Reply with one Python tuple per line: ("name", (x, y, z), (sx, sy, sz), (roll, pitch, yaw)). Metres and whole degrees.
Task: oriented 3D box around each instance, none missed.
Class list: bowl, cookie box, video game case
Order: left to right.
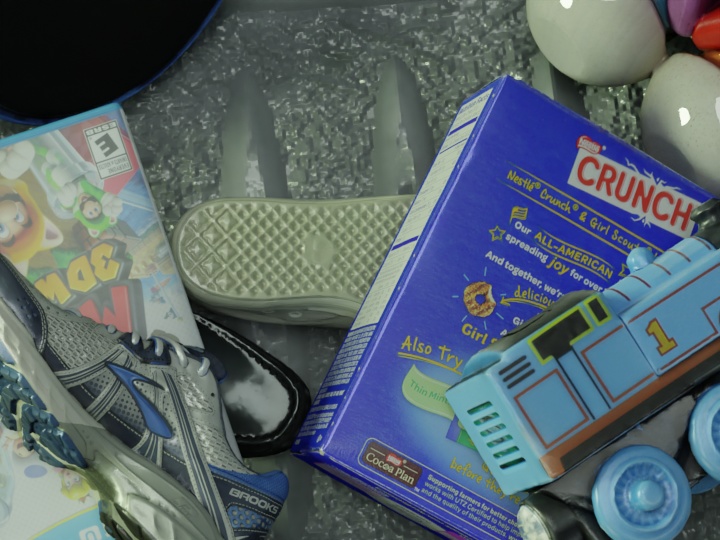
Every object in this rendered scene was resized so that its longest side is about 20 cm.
("video game case", (-0.148, 0.038, 1.123), (0.142, 0.018, 0.201), (-19, 91, -15))
("bowl", (-0.132, -0.158, 1.154), (0.201, 0.201, 0.039), (-44, 59, -9))
("cookie box", (0.087, 0.037, 1.143), (0.170, 0.075, 0.201), (29, 79, -12))

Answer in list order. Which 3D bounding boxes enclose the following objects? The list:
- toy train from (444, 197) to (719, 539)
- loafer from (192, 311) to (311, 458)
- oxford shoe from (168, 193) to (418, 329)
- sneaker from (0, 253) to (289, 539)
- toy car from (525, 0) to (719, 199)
("toy train", (0.140, 0.047, 1.077), (0.199, 0.087, 0.115), (-32, 90, -17))
("loafer", (-0.120, 0.040, 1.172), (0.199, 0.070, 0.068), (21, 78, 6))
("oxford shoe", (0.000, 0.000, 1.190), (0.198, 0.058, 0.076), (6, 78, -12))
("sneaker", (-0.110, 0.058, 1.093), (0.085, 0.077, 0.200), (-45, 104, -22))
("toy car", (0.190, -0.145, 1.161), (0.175, 0.150, 0.200), (-39, 78, -16))
